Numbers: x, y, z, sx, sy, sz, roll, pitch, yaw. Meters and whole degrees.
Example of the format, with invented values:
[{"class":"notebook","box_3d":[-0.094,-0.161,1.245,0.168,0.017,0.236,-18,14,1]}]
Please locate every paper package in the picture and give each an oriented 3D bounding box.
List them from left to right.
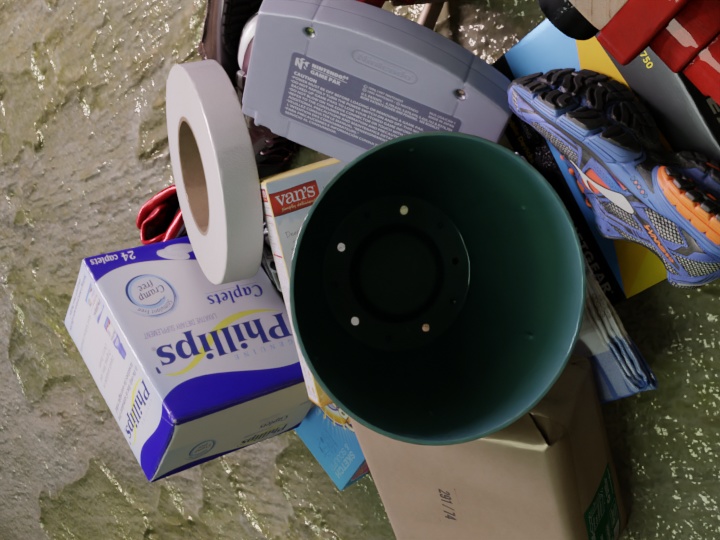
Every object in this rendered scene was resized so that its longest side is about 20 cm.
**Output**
[{"class":"paper package","box_3d":[0.106,0.159,0.876,0.188,0.104,0.202,8,132,34]}]

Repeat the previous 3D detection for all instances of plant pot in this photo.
[{"class":"plant pot","box_3d":[0.040,0.008,0.773,0.161,0.198,0.204,-161,51,-81]}]

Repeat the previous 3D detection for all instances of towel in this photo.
[{"class":"towel","box_3d":[0.148,0.014,0.837,0.202,0.024,0.147,60,168,6]}]

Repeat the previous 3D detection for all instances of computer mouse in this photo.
[{"class":"computer mouse","box_3d":[-0.074,-0.020,1.043,0.111,0.043,0.200,67,173,-19]}]

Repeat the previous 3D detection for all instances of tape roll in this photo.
[{"class":"tape roll","box_3d":[-0.136,-0.089,0.984,0.202,0.036,0.206,167,90,-71]}]

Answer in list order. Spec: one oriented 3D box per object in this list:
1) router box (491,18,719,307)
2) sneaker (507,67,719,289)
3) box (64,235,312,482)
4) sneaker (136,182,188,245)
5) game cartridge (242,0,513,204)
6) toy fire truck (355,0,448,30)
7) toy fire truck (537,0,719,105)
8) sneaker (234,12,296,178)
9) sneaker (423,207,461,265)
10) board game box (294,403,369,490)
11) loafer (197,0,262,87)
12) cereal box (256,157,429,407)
[{"class":"router box","box_3d":[0.188,-0.093,0.771,0.149,0.051,0.202,-35,81,47]},{"class":"sneaker","box_3d":[0.169,-0.061,0.714,0.200,0.075,0.079,45,135,23]},{"class":"box","box_3d":[-0.163,0.075,1.063,0.201,0.182,0.106,54,137,24]},{"class":"sneaker","box_3d":[-0.206,-0.039,1.161,0.079,0.115,0.201,48,134,19]},{"class":"game cartridge","box_3d":[0.012,-0.131,0.808,0.197,0.041,0.134,22,146,0]},{"class":"toy fire truck","box_3d":[0.038,-0.225,0.831,0.048,0.141,0.202,31,90,32]},{"class":"toy fire truck","box_3d":[0.231,-0.153,0.617,0.200,0.176,0.129,47,136,4]},{"class":"sneaker","box_3d":[-0.068,-0.131,1.009,0.115,0.075,0.203,31,127,29]},{"class":"sneaker","box_3d":[0.100,0.032,0.911,0.083,0.077,0.203,6,125,39]},{"class":"board game box","box_3d":[-0.016,0.106,1.085,0.153,0.040,0.201,49,136,19]},{"class":"loafer","box_3d":[-0.129,-0.223,1.028,0.071,0.072,0.203,34,129,31]},{"class":"cereal box","box_3d":[0.000,0.000,0.945,0.039,0.142,0.204,-163,58,-69]}]
